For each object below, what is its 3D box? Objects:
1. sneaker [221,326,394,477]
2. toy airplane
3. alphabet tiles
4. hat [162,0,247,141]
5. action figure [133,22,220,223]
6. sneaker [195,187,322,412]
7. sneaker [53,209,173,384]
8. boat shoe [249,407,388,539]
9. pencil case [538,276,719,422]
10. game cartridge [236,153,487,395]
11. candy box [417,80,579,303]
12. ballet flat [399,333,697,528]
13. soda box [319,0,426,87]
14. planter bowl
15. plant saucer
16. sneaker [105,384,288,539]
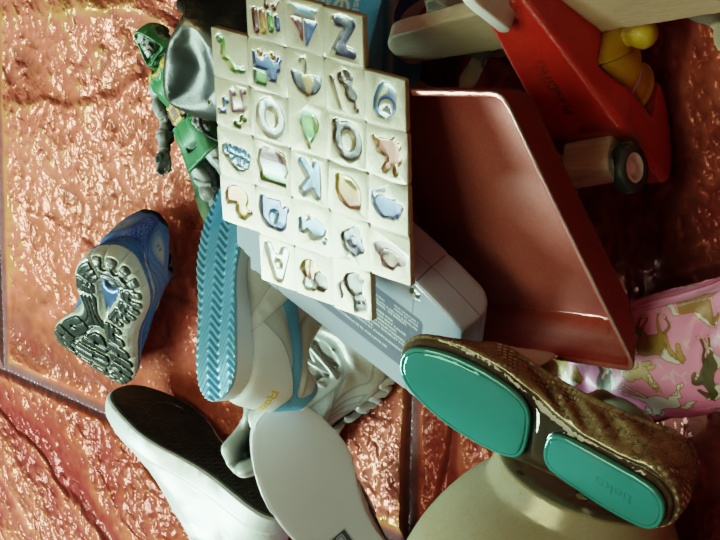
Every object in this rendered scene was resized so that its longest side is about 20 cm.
[{"bbox_3d":[-0.036,0.087,1.652,0.075,0.081,0.200,53,132,24],"label":"sneaker"},{"bbox_3d":[0.124,-0.154,1.366,0.200,0.141,0.199,27,145,7],"label":"toy airplane"},{"bbox_3d":[-0.030,-0.073,1.407,0.166,0.006,0.201,19,121,39],"label":"alphabet tiles"},{"bbox_3d":[-0.093,-0.155,1.558,0.081,0.201,0.201,16,123,-6],"label":"hat"},{"bbox_3d":[-0.120,-0.101,1.705,0.118,0.055,0.200,-42,69,44],"label":"action figure"},{"bbox_3d":[-0.066,0.006,1.607,0.076,0.081,0.201,-28,52,53],"label":"sneaker"},{"bbox_3d":[-0.184,0.019,1.799,0.078,0.089,0.200,34,147,2],"label":"sneaker"},{"bbox_3d":[-0.021,0.178,1.645,0.200,0.072,0.068,56,173,-15],"label":"boat shoe"},{"bbox_3d":[0.196,0.048,1.394,0.200,0.083,0.087,-20,75,48],"label":"pencil case"},{"bbox_3d":[0.000,0.000,1.474,0.200,0.042,0.133,38,147,22],"label":"game cartridge"},{"bbox_3d":[0.051,-0.054,1.534,0.200,0.055,0.116,32,124,36],"label":"candy box"},{"bbox_3d":[0.118,0.089,1.383,0.200,0.065,0.071,32,137,17],"label":"ballet flat"},{"bbox_3d":[0.005,-0.171,1.490,0.068,0.064,0.201,16,93,36],"label":"soda box"},{"bbox_3d":[0.125,0.185,1.437,0.200,0.200,0.135,33,115,35],"label":"planter bowl"},{"bbox_3d":[0.074,-0.036,1.395,0.199,0.037,0.200,7,131,53],"label":"plant saucer"},{"bbox_3d":[-0.138,0.170,1.788,0.200,0.073,0.085,38,124,31],"label":"sneaker"}]
